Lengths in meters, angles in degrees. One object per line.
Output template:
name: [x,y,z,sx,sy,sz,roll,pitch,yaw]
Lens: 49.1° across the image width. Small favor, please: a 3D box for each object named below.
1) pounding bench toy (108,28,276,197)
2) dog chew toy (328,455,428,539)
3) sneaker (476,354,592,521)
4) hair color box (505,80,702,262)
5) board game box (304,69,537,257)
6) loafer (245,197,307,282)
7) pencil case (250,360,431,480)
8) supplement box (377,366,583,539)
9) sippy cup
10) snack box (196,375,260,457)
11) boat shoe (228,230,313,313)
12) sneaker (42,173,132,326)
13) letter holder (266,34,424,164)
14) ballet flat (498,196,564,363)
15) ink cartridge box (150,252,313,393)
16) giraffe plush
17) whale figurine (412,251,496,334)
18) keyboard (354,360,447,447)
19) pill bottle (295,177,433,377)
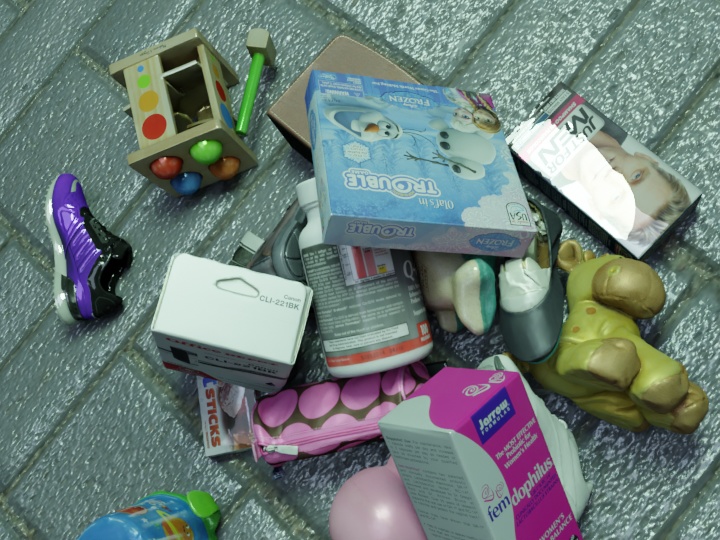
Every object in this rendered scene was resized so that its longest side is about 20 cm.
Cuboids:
pounding bench toy: [-0.184,-0.198,0.985,0.198,0.124,0.157,-20,72,10]
dog chew toy: [0.064,0.232,0.816,0.200,0.125,0.125,-39,69,-12]
sneaker: [0.171,0.171,0.794,0.074,0.087,0.201,-11,107,46]
hair color box: [0.263,-0.106,0.872,0.100,0.061,0.200,-46,70,1]
board game box: [0.052,-0.107,0.768,0.198,0.044,0.200,3,51,-16]
loafer: [-0.072,-0.045,0.898,0.062,0.200,0.072,-14,113,25]
pencil case: [-0.018,0.157,0.844,0.198,0.094,0.092,-19,91,18]
supplement box: [0.113,0.201,0.721,0.101,0.103,0.201,-33,105,-34]
sippy cup: [-0.246,0.319,0.874,0.138,0.130,0.180,14,81,19]
snack box: [-0.163,0.118,0.955,0.071,0.024,0.202,-13,74,11]
boat shoe: [-0.074,0.025,0.933,0.199,0.071,0.064,30,86,27]
sneaker: [-0.347,-0.034,1.027,0.098,0.070,0.202,-12,78,5]
letter holder: [0.015,-0.164,0.936,0.200,0.101,0.142,41,88,20]
ballet flat: [0.164,-0.001,0.786,0.072,0.073,0.201,1,45,16]
ink cartridge box: [-0.138,0.064,0.844,0.143,0.200,0.085,14,70,-5]
giraffe plush: [0.255,0.057,0.804,0.199,0.172,0.163,2,62,51]
whale figurine: [0.109,-0.009,0.831,0.103,0.200,0.161,-11,112,-11]
keyboard: [0.006,0.135,0.907,0.198,0.021,0.128,-13,74,11]
pill bottle: [0.000,0.000,0.816,0.115,0.116,0.202,-13,91,12]
